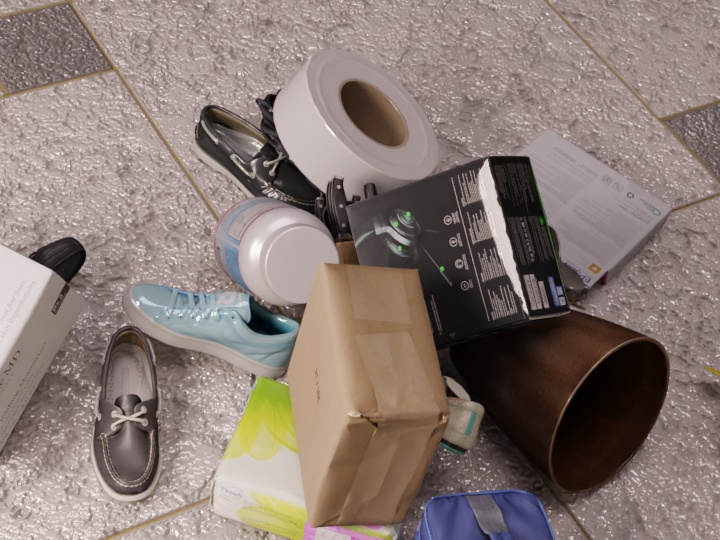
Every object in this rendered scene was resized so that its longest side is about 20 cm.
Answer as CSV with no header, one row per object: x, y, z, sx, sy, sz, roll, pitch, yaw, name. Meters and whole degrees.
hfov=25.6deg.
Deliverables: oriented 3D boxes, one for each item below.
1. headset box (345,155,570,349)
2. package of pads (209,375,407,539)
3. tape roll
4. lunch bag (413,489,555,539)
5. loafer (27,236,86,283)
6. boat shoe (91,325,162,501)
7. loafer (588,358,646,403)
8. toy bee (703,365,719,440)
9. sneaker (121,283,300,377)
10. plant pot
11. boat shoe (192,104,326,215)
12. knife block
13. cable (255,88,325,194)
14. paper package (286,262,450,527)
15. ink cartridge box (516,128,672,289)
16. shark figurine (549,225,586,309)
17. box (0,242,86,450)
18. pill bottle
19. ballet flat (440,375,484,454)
0.094,-0.010,1.665,0.093,0.200,0.174,-5,78,-56,headset box
-0.042,0.210,1.636,0.200,0.068,0.155,18,45,5,package of pads
-0.005,-0.168,1.894,0.202,0.071,0.203,28,39,-25,tape roll
0.125,0.315,1.528,0.136,0.132,0.200,-5,48,-16,lunch bag
-0.361,0.043,1.723,0.070,0.068,0.201,28,55,18,loafer
-0.241,0.146,1.657,0.074,0.060,0.200,4,47,-7,boat shoe
0.260,0.092,1.816,0.200,0.073,0.071,40,40,20,loafer
0.472,0.129,1.812,0.200,0.109,0.131,-38,70,-9,toy bee
-0.156,0.044,1.723,0.200,0.082,0.074,20,36,-18,sneaker
0.198,0.112,1.722,0.187,0.187,0.200,-27,42,-32,plant pot
-0.123,-0.132,1.941,0.200,0.060,0.076,30,47,15,boat shoe
0.000,0.000,1.755,0.064,0.176,0.200,-6,36,-17,knife block
-0.040,-0.165,1.950,0.200,0.051,0.163,33,41,-12,cable
0.002,0.122,1.548,0.103,0.191,0.200,3,46,-16,paper package
0.255,-0.070,1.978,0.196,0.043,0.200,36,53,19,ink cartridge box
0.179,-0.012,1.776,0.214,0.090,0.128,14,0,36,shark figurine
-0.420,0.059,1.598,0.200,0.131,0.199,26,79,12,box
-0.090,-0.020,1.748,0.109,0.109,0.200,-6,10,-17,pill bottle
0.076,0.137,1.671,0.067,0.062,0.200,22,2,-29,ballet flat
